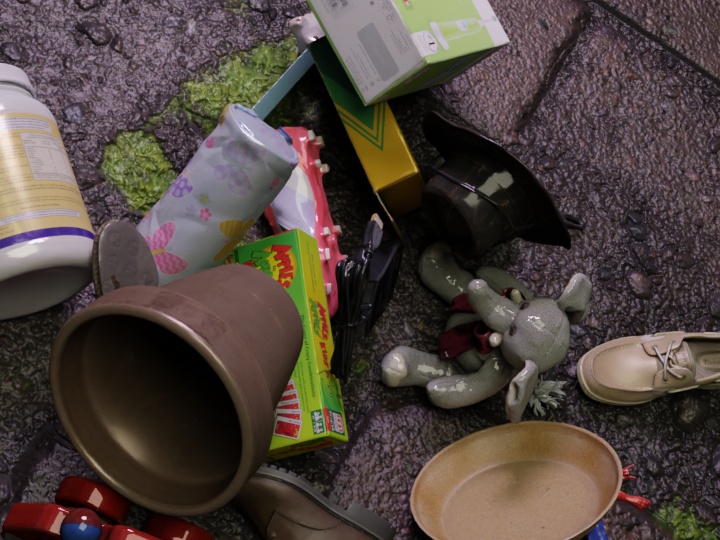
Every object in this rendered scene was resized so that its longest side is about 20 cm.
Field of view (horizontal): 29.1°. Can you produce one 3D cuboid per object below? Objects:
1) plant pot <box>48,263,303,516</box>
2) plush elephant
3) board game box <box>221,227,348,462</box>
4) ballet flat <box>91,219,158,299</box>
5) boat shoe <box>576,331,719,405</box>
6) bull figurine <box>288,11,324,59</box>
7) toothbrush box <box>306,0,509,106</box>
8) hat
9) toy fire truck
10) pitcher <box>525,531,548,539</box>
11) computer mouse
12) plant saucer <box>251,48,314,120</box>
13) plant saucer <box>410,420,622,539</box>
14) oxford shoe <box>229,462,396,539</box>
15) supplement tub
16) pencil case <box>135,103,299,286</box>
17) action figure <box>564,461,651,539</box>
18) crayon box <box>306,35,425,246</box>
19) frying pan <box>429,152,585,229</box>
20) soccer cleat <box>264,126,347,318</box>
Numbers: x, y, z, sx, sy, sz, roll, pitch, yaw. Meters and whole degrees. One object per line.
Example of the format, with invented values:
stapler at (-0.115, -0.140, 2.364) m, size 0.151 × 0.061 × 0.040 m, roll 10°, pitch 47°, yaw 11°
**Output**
plant pot at (-0.137, 0.078, 1.186) m, size 0.200 × 0.200 × 0.175 m, roll 42°, pitch 39°, yaw 2°
plush elephant at (0.136, 0.061, 1.343) m, size 0.199 × 0.155 × 0.165 m, roll 31°, pitch 64°, yaw -3°
board game box at (-0.080, 0.072, 1.304) m, size 0.101 × 0.048 × 0.201 m, roll -16°, pitch 70°, yaw 19°
ballet flat at (-0.206, 0.048, 1.256) m, size 0.067 × 0.046 × 0.201 m, roll -34°, pitch 120°, yaw -37°
boat shoe at (0.320, 0.095, 1.438) m, size 0.199 × 0.065 × 0.073 m, roll -3°, pitch 70°, yaw -18°
bull figurine at (0.007, -0.279, 1.483) m, size 0.199 × 0.065 × 0.122 m, roll -4°, pitch 81°, yaw -25°
toothbrush box at (0.045, -0.256, 1.363) m, size 0.146 × 0.086 × 0.200 m, roll 61°, pitch 33°, yaw 1°
hat at (0.111, -0.057, 1.324) m, size 0.200 × 0.201 × 0.081 m, roll 40°, pitch 81°, yaw 1°
toy fire truck at (-0.201, 0.239, 1.162) m, size 0.199 × 0.168 × 0.113 m, roll 25°, pitch 64°, yaw -7°
pitcher at (0.114, 0.346, 1.259) m, size 0.170 × 0.121 × 0.201 m, roll -4°, pitch 58°, yaw 3°
computer mouse at (0.000, 0.000, 1.312) m, size 0.046 × 0.141 × 0.200 m, roll 14°, pitch 31°, yaw 10°
plant saucer at (-0.114, -0.144, 1.395) m, size 0.019 × 0.070 × 0.200 m, roll 43°, pitch 63°, yaw -6°
plant saucer at (0.147, 0.212, 1.298) m, size 0.200 × 0.200 × 0.036 m, roll -28°, pitch 120°, yaw -24°
oxford shoe at (-0.068, 0.231, 1.260) m, size 0.199 × 0.073 × 0.085 m, roll 27°, pitch 66°, yaw -6°
supplement tub at (-0.330, -0.070, 1.257) m, size 0.145 × 0.145 × 0.201 m, roll -15°, pitch 74°, yaw -22°
pencil case at (-0.146, -0.059, 1.290) m, size 0.091 × 0.083 × 0.200 m, roll 42°, pitch 103°, yaw 18°
action figure at (0.250, 0.254, 1.355) m, size 0.098 × 0.065 × 0.201 m, roll -9°, pitch 73°, yaw -13°
crayon box at (0.017, -0.133, 1.398) m, size 0.051 × 0.127 × 0.201 m, roll -25°, pitch 78°, yaw 3°
frying pan at (0.145, -0.080, 1.470) m, size 0.189 × 0.031 × 0.115 m, roll -5°, pitch 59°, yaw -41°
soccer cleat at (-0.063, -0.046, 1.385) m, size 0.076 × 0.067 × 0.201 m, roll -12°, pitch 79°, yaw 17°
